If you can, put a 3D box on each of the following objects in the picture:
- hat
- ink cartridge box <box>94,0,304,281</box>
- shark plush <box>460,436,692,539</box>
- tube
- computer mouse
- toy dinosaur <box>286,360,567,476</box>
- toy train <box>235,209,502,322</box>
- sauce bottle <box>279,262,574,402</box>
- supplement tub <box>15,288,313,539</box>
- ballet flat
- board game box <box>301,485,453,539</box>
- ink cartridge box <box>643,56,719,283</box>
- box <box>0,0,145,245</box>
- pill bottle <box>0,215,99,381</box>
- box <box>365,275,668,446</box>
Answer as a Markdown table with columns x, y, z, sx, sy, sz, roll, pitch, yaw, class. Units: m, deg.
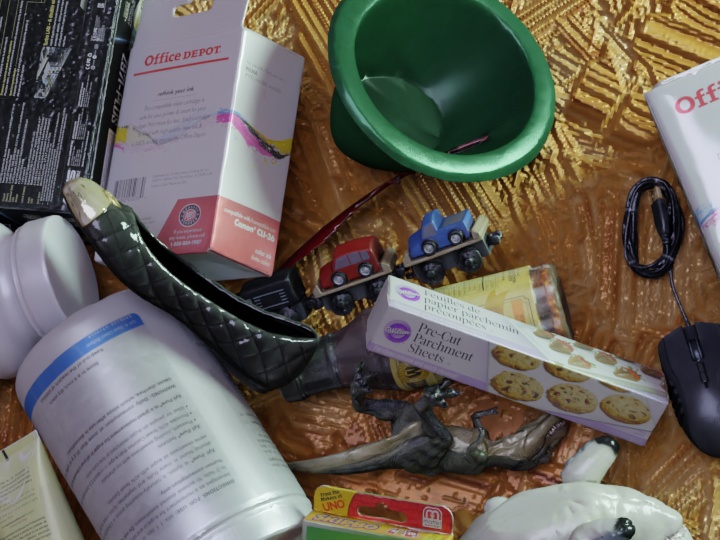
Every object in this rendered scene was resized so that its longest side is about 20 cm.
| x | y | z | sx | sy | sz | roll | pitch | yaw | class |
| --- | --- | --- | --- | --- | --- | --- | --- | --- | --- |
| 0.012 | -0.092 | 1.747 | 0.200 | 0.176 | 0.166 | -14 | 70 | -34 | hat |
| -0.107 | -0.096 | 1.723 | 0.116 | 0.067 | 0.200 | -4 | 71 | 41 | ink cartridge box |
| 0.112 | 0.193 | 1.611 | 0.200 | 0.083 | 0.091 | -26 | 36 | 1 | shark plush |
| -0.197 | 0.209 | 1.671 | 0.058 | 0.052 | 0.200 | -26 | 84 | -2 | tube |
| 0.216 | 0.028 | 1.662 | 0.059 | 0.034 | 0.200 | -20 | 72 | 7 | computer mouse |
| 0.034 | 0.105 | 1.654 | 0.199 | 0.088 | 0.048 | -4 | 41 | 11 | toy dinosaur |
| 0.000 | 0.000 | 1.679 | 0.200 | 0.034 | 0.046 | -19 | 106 | 19 | toy train |
| 0.041 | 0.048 | 1.680 | 0.200 | 0.066 | 0.066 | -16 | 72 | 9 | sauce bottle |
| -0.129 | 0.123 | 1.660 | 0.132 | 0.132 | 0.200 | -33 | 70 | 2 | supplement tub |
| -0.112 | 0.002 | 1.635 | 0.200 | 0.066 | 0.057 | 40 | 106 | -16 | ballet flat |
| 0.006 | 0.240 | 1.605 | 0.095 | 0.030 | 0.201 | 8 | 103 | 17 | board game box |
| 0.292 | -0.048 | 1.639 | 0.147 | 0.086 | 0.200 | -22 | 70 | 6 | ink cartridge box |
| -0.242 | -0.127 | 1.775 | 0.163 | 0.086 | 0.200 | 4 | 76 | 13 | box |
| -0.286 | 0.029 | 1.717 | 0.200 | 0.112 | 0.112 | -17 | 72 | 15 | pill bottle |
| 0.102 | 0.059 | 1.626 | 0.200 | 0.039 | 0.041 | 20 | 119 | -11 | box |
